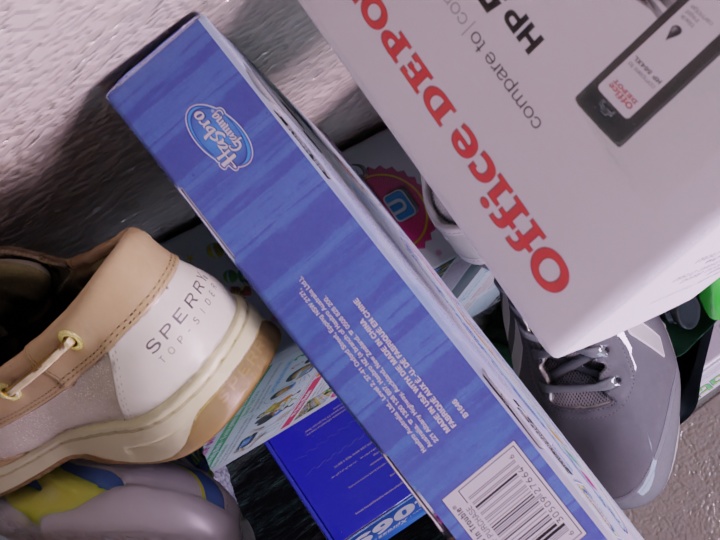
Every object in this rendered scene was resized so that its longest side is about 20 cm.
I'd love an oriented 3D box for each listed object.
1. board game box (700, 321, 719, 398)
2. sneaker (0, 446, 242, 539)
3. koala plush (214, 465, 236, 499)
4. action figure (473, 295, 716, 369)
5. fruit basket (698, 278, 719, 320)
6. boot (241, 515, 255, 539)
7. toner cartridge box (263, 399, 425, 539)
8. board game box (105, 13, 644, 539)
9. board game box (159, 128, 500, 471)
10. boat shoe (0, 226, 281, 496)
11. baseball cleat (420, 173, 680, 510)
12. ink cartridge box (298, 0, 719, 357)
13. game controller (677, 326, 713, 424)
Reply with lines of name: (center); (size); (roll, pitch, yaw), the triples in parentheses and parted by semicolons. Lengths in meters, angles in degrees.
board game box: (0.112, 0.046, 1.294); (0.200, 0.127, 0.035); (-36, 152, 9)
sneaker: (-0.089, 0.053, 0.819); (0.200, 0.075, 0.106); (-5, -119, 59)
koala plush: (-0.103, 0.202, 1.144); (0.183, 0.201, 0.177); (-32, 169, -8)
action figure: (0.089, 0.012, 1.104); (0.118, 0.055, 0.200); (-37, -160, -17)
fruit basket: (0.192, -0.098, 0.802); (0.214, 0.156, 0.216); (-11, 138, -10)
boot: (-0.153, 0.121, 0.981); (0.199, 0.068, 0.130); (6, 177, -32)
toner cartridge box: (0.047, 0.061, 1.244); (0.199, 0.095, 0.043); (-33, 158, -6)
board game box: (0.015, 0.025, 0.758); (0.043, 0.200, 0.199); (-39, 168, 4)
board game box: (0.000, 0.000, 0.961); (0.199, 0.064, 0.148); (-30, 168, -26)
boat shoe: (-0.105, 0.024, 0.740); (0.199, 0.066, 0.074); (-17, -148, 48)
baseball cleat: (0.063, 0.002, 0.858); (0.069, 0.201, 0.106); (-9, -171, 33)
ink cartridge box: (0.093, -0.092, 0.642); (0.084, 0.146, 0.200); (-21, 162, -50)
game controller: (0.142, 0.005, 1.129); (0.104, 0.042, 0.201); (-47, -159, 53)
